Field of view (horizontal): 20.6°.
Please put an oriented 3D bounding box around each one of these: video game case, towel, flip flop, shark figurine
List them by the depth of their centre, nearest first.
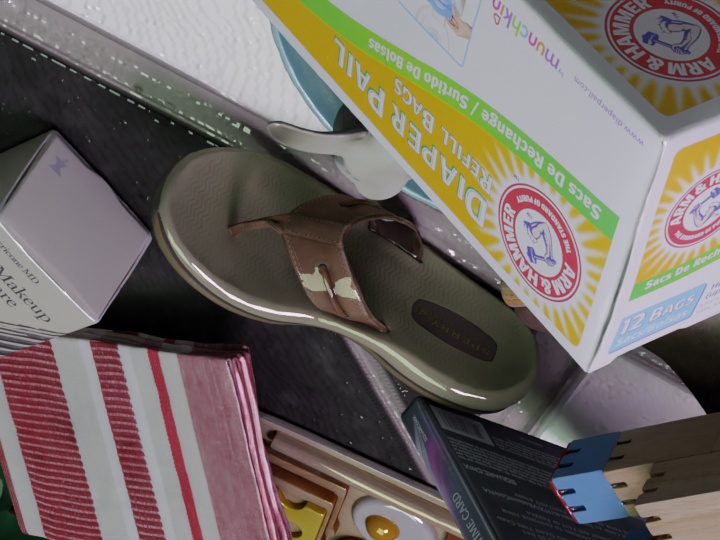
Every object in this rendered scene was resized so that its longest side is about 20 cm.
[{"bbox_3d":[0.055,-0.076,0.752,0.214,0.090,0.128,0,167,40],"label":"shark figurine"},{"bbox_3d":[0.108,0.143,0.896,0.143,0.200,0.019,22,116,-35],"label":"video game case"},{"bbox_3d":[0.000,0.000,0.908,0.200,0.081,0.058,30,149,-9],"label":"flip flop"},{"bbox_3d":[-0.126,0.097,1.079,0.200,0.023,0.144,6,117,36],"label":"towel"}]

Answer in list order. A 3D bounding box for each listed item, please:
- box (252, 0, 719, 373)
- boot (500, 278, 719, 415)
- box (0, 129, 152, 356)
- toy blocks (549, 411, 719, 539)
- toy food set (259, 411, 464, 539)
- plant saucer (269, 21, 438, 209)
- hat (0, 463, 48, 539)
[{"bbox_3d":[0.065,-0.083,0.636,0.200,0.112,0.101,49,148,30],"label":"box"},{"bbox_3d":[0.162,0.062,0.807,0.200,0.072,0.166,-3,108,14],"label":"boot"},{"bbox_3d":[-0.209,0.001,1.037,0.200,0.068,0.082,-19,122,42],"label":"box"},{"bbox_3d":[0.157,0.130,0.784,0.137,0.100,0.200,-16,116,39],"label":"toy blocks"},{"bbox_3d":[-0.016,0.168,1.114,0.200,0.060,0.144,24,140,4],"label":"toy food set"},{"bbox_3d":[0.060,-0.099,0.806,0.200,0.036,0.200,16,138,14],"label":"plant saucer"},{"bbox_3d":[-0.260,0.132,1.246,0.166,0.176,0.200,38,100,-15],"label":"hat"}]
